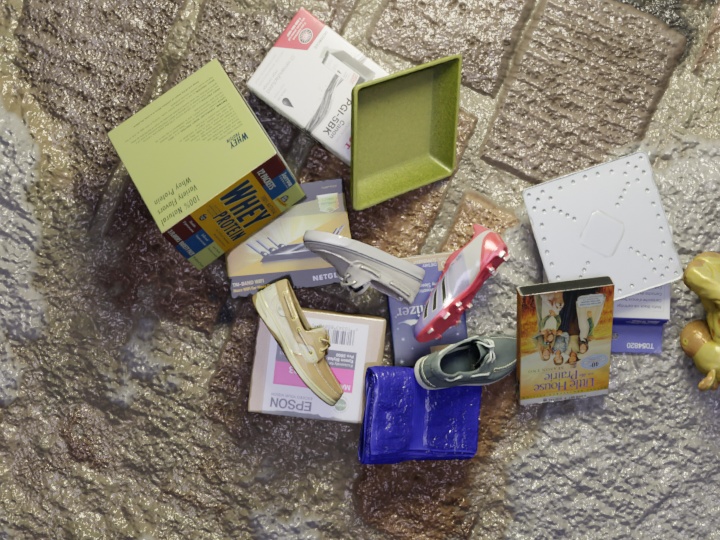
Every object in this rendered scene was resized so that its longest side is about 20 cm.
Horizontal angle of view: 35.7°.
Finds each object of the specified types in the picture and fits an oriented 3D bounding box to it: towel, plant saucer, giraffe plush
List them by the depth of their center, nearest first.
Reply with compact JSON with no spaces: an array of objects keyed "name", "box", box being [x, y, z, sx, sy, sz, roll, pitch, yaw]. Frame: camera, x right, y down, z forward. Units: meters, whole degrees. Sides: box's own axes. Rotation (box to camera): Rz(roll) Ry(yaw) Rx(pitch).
[{"name":"plant saucer","box":[0.056,-0.210,1.649,0.198,0.048,0.202,-22,129,-30]},{"name":"giraffe plush","box":[0.553,0.091,1.689,0.171,0.201,0.163,2,126,-28]},{"name":"towel","box":[0.095,0.220,1.691,0.198,0.049,0.150,2,97,-26]}]

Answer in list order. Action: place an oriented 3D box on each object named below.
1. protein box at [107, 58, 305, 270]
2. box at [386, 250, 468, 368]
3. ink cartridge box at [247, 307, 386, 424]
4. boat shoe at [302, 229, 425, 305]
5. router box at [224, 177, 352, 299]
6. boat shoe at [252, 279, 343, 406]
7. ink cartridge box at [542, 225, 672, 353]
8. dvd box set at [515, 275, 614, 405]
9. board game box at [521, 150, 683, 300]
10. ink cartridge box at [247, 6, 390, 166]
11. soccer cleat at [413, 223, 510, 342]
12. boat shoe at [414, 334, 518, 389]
[{"name":"protein box","box":[-0.223,-0.153,1.628,0.198,0.135,0.201,-34,62,1]},{"name":"box","box":[0.104,0.077,1.734,0.119,0.032,0.203,-7,93,-1]},{"name":"ink cartridge box","box":[-0.067,0.142,1.711,0.197,0.075,0.167,6,91,-2]},{"name":"boat shoe","box":[0.000,0.000,1.662,0.198,0.071,0.071,22,81,-22]},{"name":"router box","box":[-0.112,-0.049,1.714,0.197,0.052,0.159,-9,92,-1]},{"name":"boat shoe","box":[-0.079,0.104,1.635,0.066,0.074,0.201,-35,92,6]},{"name":"ink cartridge box","box":[0.380,0.028,1.732,0.197,0.041,0.203,1,92,-1]},{"name":"dvd box set","box":[0.307,0.108,1.692,0.144,0.030,0.202,-6,121,-4]},{"name":"board game box","box":[0.365,-0.055,1.696,0.198,0.026,0.202,-18,91,1]},{"name":"ink cartridge box","box":[-0.050,-0.275,1.691,0.199,0.083,0.147,36,91,-2]},{"name":"soccer cleat","box":[0.142,0.021,1.694,0.200,0.067,0.076,-49,62,4]},{"name":"boat shoe","box":[0.178,0.135,1.686,0.198,0.062,0.074,-10,77,-29]}]
